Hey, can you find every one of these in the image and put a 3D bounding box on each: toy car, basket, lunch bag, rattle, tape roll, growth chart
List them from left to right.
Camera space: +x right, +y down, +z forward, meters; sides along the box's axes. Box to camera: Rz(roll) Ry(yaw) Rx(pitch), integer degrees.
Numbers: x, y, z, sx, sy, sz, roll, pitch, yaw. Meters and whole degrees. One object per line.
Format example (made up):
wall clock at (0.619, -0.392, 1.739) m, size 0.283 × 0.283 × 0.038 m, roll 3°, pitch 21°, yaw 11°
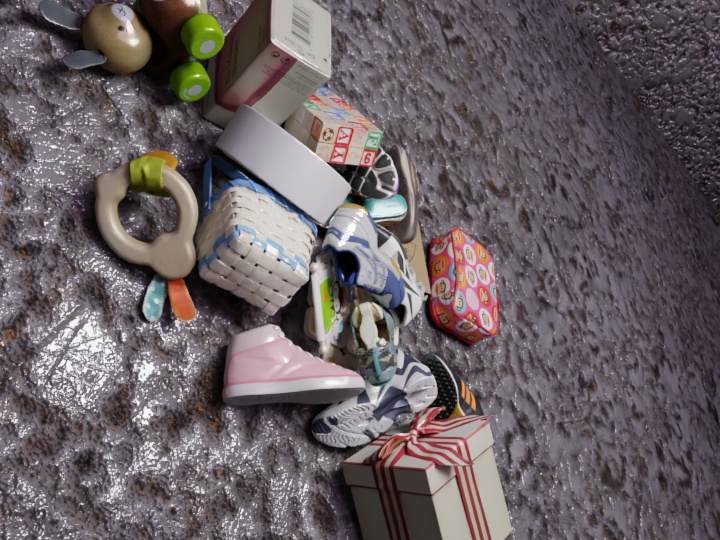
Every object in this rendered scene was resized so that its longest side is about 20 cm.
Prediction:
toy car at (-0.311, -0.325, 0.816) m, size 0.197 × 0.158 × 0.167 m, roll -20°, pitch 72°, yaw -37°
rattle at (-0.261, -0.045, 0.803) m, size 0.128 × 0.142 × 0.204 m, roll -28°, pitch 108°, yaw -17°
basket at (-0.148, -0.056, 0.847) m, size 0.175 × 0.138 × 0.203 m, roll 33°, pitch 35°, yaw -29°
tape roll at (-0.111, -0.149, 0.888) m, size 0.201 × 0.202 × 0.072 m, roll 35°, pitch 92°, yaw -29°
growth chart at (-0.038, 0.026, 0.923) m, size 0.200 × 0.017 × 0.149 m, roll -55°, pitch 139°, yaw -65°
lunch bag at (0.214, 0.035, 1.215) m, size 0.174 × 0.081 × 0.205 m, roll 29°, pitch 51°, yaw -34°

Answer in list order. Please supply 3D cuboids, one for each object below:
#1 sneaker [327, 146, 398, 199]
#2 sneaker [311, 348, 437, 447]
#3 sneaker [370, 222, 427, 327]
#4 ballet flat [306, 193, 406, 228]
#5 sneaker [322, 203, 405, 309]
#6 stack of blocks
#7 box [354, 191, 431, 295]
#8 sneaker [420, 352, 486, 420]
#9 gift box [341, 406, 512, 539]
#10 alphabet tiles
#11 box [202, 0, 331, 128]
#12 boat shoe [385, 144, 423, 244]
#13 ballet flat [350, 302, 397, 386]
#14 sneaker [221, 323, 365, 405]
sneaker at (0.008, -0.176, 1.050) m, size 0.083 × 0.082 × 0.200 m, roll 25°, pitch 12°, yaw -44°
sneaker at (0.006, 0.177, 0.930) m, size 0.130 × 0.196 × 0.081 m, roll 50°, pitch -14°, yaw 56°
sneaker at (0.040, 0.009, 1.013) m, size 0.201 × 0.073 × 0.089 m, roll 53°, pitch 51°, yaw -23°
ballet flat at (-0.014, -0.096, 1.047) m, size 0.195 × 0.067 × 0.070 m, roll 0°, pitch 77°, yaw -25°
sneaker at (0.000, 0.000, 0.911) m, size 0.089 × 0.074 × 0.202 m, roll -57°, pitch 132°, yaw -30°
stack of blocks at (-0.064, -0.244, 0.998) m, size 0.113 × 0.060 × 0.200 m, roll 0°, pitch 33°, yaw -35°
box at (0.060, -0.062, 1.146) m, size 0.161 × 0.021 × 0.205 m, roll 14°, pitch 59°, yaw -42°
sneaker at (0.167, 0.229, 1.090) m, size 0.203 × 0.069 × 0.090 m, roll 61°, pitch 27°, yaw -4°
gift box at (0.108, 0.305, 0.866) m, size 0.183 × 0.197 × 0.192 m, roll -18°, pitch 93°, yaw -51°
alphabet tiles at (-0.009, 0.093, 1.006) m, size 0.198 × 0.014 × 0.200 m, roll 30°, pitch 51°, yaw -34°
box at (-0.143, -0.310, 0.929) m, size 0.107 × 0.198 × 0.131 m, roll 19°, pitch 56°, yaw -37°
boat shoe at (0.088, -0.141, 1.146) m, size 0.072 × 0.074 × 0.205 m, roll 19°, pitch 57°, yaw -38°
ballet flat at (0.017, 0.086, 0.914) m, size 0.074 × 0.074 × 0.201 m, roll 40°, pitch 13°, yaw -24°
sneaker at (-0.089, 0.123, 0.832) m, size 0.194 × 0.076 × 0.107 m, roll 3°, pitch 61°, yaw -19°
